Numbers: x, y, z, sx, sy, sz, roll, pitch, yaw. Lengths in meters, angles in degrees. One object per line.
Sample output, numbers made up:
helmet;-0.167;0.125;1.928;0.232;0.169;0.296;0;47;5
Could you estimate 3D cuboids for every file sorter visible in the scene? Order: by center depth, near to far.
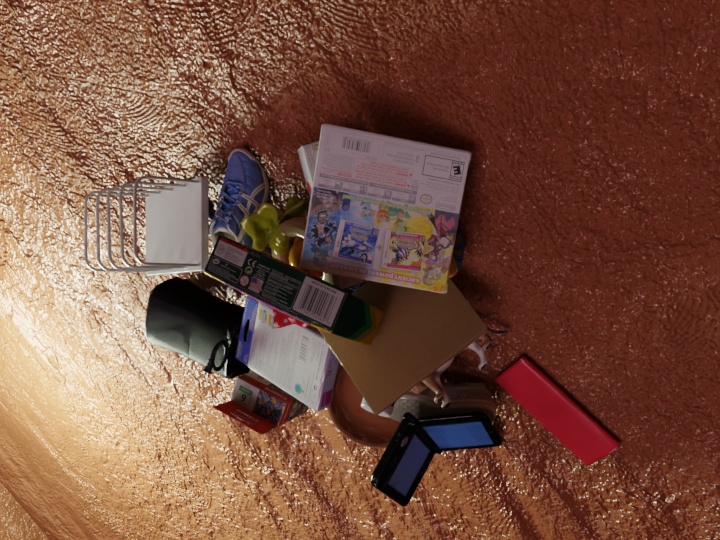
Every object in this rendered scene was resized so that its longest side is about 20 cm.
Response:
file sorter;-0.337;-0.067;1.275;0.198;0.123;0.142;-4;86;50

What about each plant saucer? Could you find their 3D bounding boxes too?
plant saucer;0.040;0.194;1.330;0.195;0.038;0.205;-2;110;-6

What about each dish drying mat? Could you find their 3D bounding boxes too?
dish drying mat;0.298;0.213;1.240;0.200;0.018;0.077;43;137;0

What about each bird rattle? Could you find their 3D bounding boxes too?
bird rattle;-0.096;-0.008;1.226;0.161;0.112;0.205;0;105;45

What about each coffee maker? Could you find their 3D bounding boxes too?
coffee maker;-0.282;0.096;1.444;0.197;0.137;0.192;19;178;21

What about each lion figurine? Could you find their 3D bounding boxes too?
lion figurine;0.121;0.123;1.238;0.123;0.200;0.072;51;-169;32

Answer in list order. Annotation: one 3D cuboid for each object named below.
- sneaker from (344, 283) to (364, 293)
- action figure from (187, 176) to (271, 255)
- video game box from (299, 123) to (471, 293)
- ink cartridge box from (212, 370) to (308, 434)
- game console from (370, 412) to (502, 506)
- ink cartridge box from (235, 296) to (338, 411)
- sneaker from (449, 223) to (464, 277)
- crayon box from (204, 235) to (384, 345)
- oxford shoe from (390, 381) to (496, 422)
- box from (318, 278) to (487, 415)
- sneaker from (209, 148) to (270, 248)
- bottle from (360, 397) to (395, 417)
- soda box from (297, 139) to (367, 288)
sneaker;0.000;0.000;1.241;0.077;0.070;0.203;28;135;24
action figure;-0.222;-0.070;1.352;0.197;0.070;0.132;29;130;8
video game box;0.031;-0.078;1.050;0.195;0.047;0.187;10;95;-6
ink cartridge box;-0.170;0.228;1.466;0.107;0.199;0.051;25;100;16
game console;0.124;0.301;1.284;0.115;0.178;0.200;25;165;27
ink cartridge box;-0.119;0.128;1.322;0.198;0.042;0.122;24;111;33
sneaker;0.072;-0.079;1.132;0.087;0.075;0.203;-16;105;51
crayon box;-0.084;0.030;1.093;0.197;0.059;0.172;24;178;20
oxford shoe;0.118;0.206;1.298;0.195;0.059;0.076;0;139;8
box;0.055;0.080;1.157;0.165;0.199;0.021;53;179;19
sneaker;-0.188;-0.086;1.252;0.074;0.077;0.205;2;91;21
bottle;0.054;0.111;1.200;0.082;0.204;0.065;8;159;30
soda box;-0.028;-0.082;1.133;0.064;0.067;0.204;-171;65;-79
